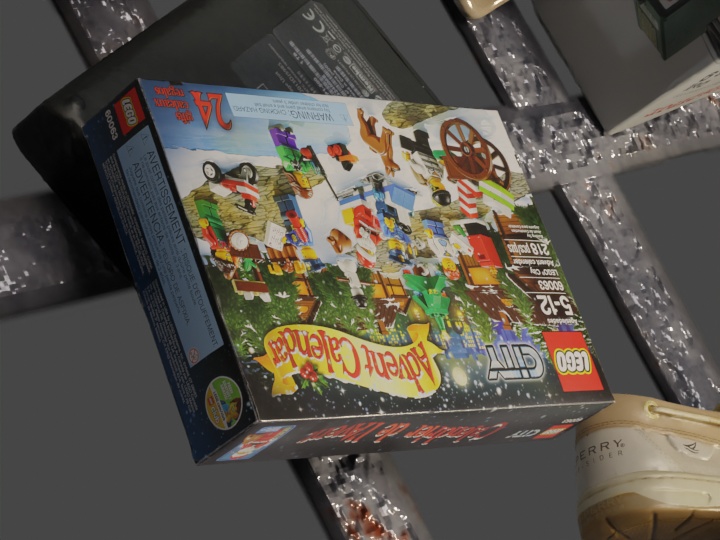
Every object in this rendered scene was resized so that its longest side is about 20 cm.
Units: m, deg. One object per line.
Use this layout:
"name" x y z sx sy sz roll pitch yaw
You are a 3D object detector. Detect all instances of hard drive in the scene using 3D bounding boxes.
"hard drive" -0.037 -0.047 0.955 0.140 0.033 0.200 51 37 -4

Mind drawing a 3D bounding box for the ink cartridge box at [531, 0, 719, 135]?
"ink cartridge box" 0.205 -0.159 1.162 0.146 0.200 0.084 -22 81 -52

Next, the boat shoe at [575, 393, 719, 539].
"boat shoe" 0.172 0.086 1.037 0.200 0.074 0.069 10 61 -41

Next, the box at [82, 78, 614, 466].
"box" 0.000 0.000 0.898 0.200 0.038 0.137 0 62 -47

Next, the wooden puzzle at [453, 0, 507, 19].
"wooden puzzle" 0.080 -0.246 1.149 0.200 0.046 0.185 -34 104 -18
